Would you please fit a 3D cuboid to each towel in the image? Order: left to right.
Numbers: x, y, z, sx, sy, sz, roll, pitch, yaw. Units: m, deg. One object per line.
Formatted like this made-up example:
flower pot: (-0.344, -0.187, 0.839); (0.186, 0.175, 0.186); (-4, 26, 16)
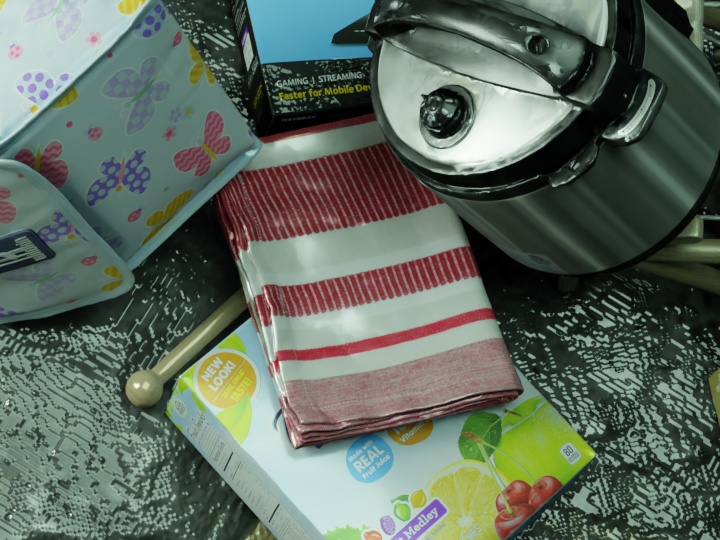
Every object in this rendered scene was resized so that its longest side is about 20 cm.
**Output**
towel: (0.000, 0.000, 1.637); (0.143, 0.023, 0.201); (-12, 66, -17)

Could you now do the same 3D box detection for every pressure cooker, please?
pressure cooker: (0.105, -0.104, 1.608); (0.175, 0.200, 0.180); (-24, 57, 22)

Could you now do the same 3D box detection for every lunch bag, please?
lunch bag: (-0.178, -0.069, 1.584); (0.200, 0.170, 0.127); (-41, 54, -6)

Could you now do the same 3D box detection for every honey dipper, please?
honey dipper: (-0.067, 0.015, 1.677); (0.038, 0.038, 0.200); (44, 67, 6)

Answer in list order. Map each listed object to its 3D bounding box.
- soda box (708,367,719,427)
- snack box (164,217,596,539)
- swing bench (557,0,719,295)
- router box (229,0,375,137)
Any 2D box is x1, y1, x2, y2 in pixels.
soda box: (0.275, 0.145, 1.696); (0.067, 0.064, 0.201); (-5, 71, -16)
snack box: (0.011, 0.097, 1.645); (0.168, 0.068, 0.200); (-40, 80, -25)
swing bench: (0.232, -0.087, 1.742); (0.199, 0.130, 0.200); (9, 68, -12)
router box: (0.019, -0.164, 1.760); (0.199, 0.051, 0.150); (-7, 69, -17)
